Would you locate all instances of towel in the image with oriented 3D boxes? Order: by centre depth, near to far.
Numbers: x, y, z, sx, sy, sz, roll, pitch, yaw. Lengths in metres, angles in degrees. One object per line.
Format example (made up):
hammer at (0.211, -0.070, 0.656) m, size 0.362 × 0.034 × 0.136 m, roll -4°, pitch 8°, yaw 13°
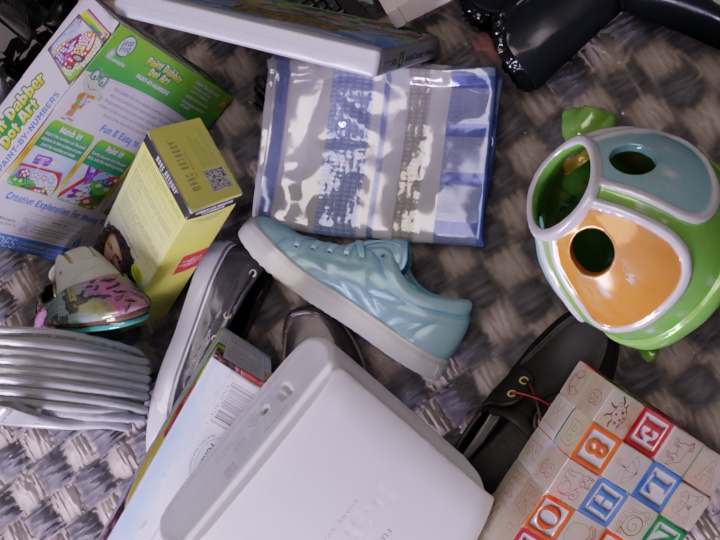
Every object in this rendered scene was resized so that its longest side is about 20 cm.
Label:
towel at (0.010, -0.099, 0.830) m, size 0.198 × 0.024 × 0.149 m, roll 7°, pitch 87°, yaw 16°

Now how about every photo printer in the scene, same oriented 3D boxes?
photo printer at (-0.011, 0.165, 0.693) m, size 0.167 × 0.200 × 0.069 m, roll -49°, pitch 30°, yaw -5°

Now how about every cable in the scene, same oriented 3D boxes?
cable at (-0.267, 0.089, 0.821) m, size 0.198 × 0.199 × 0.070 m, roll -5°, pitch 77°, yaw 38°

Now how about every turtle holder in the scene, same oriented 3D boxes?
turtle holder at (0.189, -0.045, 0.715) m, size 0.131 × 0.141 × 0.187 m, roll 28°, pitch 66°, yaw -22°

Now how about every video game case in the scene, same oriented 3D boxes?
video game case at (-0.054, -0.185, 0.779) m, size 0.198 × 0.182 × 0.022 m, roll 16°, pitch 109°, yaw 13°

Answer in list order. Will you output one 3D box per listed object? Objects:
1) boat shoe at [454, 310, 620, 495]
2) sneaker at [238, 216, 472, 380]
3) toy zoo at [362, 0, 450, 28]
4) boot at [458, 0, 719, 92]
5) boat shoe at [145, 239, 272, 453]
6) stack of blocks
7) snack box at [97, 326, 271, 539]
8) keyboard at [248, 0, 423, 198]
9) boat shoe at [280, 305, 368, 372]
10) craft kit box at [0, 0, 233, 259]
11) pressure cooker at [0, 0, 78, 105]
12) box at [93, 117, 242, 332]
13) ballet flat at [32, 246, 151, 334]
boat shoe at (0.129, 0.113, 0.776) m, size 0.073 × 0.063 × 0.202 m, roll 36°, pitch 94°, yaw 18°
sneaker at (0.000, 0.000, 0.819) m, size 0.199 × 0.074 × 0.082 m, roll 33°, pitch 95°, yaw 4°
toy zoo at (0.075, -0.269, 0.814) m, size 0.198 × 0.020 × 0.132 m, roll -23°, pitch 52°, yaw 18°
boot at (0.188, -0.189, 0.777) m, size 0.168 × 0.076 × 0.201 m, roll -41°, pitch 69°, yaw 5°
boat shoe at (-0.118, 0.077, 0.850) m, size 0.066 × 0.070 × 0.202 m, roll 14°, pitch 82°, yaw 18°
stack of blocks at (0.156, 0.183, 0.735) m, size 0.115 × 0.059 × 0.201 m, roll 32°, pitch 94°, yaw -17°
snack box at (-0.133, 0.147, 0.752) m, size 0.053 × 0.142 × 0.201 m, roll 30°, pitch 91°, yaw -6°
keyboard at (-0.018, -0.140, 0.863) m, size 0.127 × 0.021 × 0.201 m, roll -37°, pitch 75°, yaw 9°
boat shoe at (-0.028, 0.125, 0.812) m, size 0.074 × 0.073 × 0.202 m, roll -13°, pitch 81°, yaw 14°
craft kit box at (-0.212, -0.099, 0.821) m, size 0.049 × 0.200 × 0.198 m, roll 44°, pitch 97°, yaw 16°
pressure cooker at (-0.301, -0.154, 0.865) m, size 0.176 × 0.178 × 0.200 m, roll 43°, pitch 100°, yaw 15°
box at (-0.161, -0.030, 0.817) m, size 0.076 × 0.050 × 0.200 m, roll 58°, pitch 141°, yaw 15°
ballet flat at (-0.227, 0.020, 0.833) m, size 0.199 × 0.069 × 0.072 m, roll -16°, pitch 86°, yaw 59°
